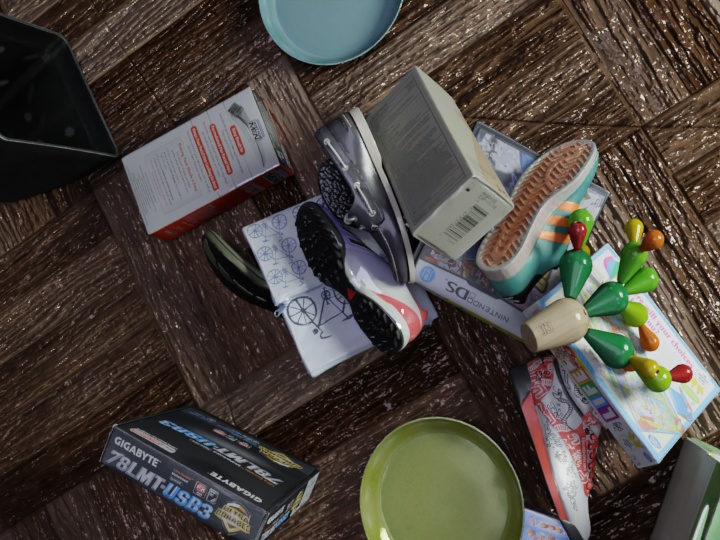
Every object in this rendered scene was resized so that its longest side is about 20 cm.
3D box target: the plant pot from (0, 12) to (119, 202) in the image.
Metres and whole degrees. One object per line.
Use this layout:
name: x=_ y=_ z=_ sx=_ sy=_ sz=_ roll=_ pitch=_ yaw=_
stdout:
plant pot: x=-0.477 y=-0.197 z=0.898 sx=0.175 sy=0.199 sz=0.203 roll=-31 pitch=81 yaw=21

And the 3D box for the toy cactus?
toy cactus: x=0.242 y=0.040 z=0.689 sx=0.162 sy=0.102 sz=0.204 roll=-21 pitch=88 yaw=-14

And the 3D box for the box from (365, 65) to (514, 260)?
box: x=0.082 y=-0.123 z=0.763 sx=0.095 sy=0.077 sz=0.203 roll=-41 pitch=44 yaw=26

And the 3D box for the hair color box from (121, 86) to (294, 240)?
hair color box: x=-0.198 y=-0.135 z=0.890 sx=0.196 sy=0.064 sz=0.113 roll=-25 pitch=81 yaw=11

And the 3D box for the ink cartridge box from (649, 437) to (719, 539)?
ink cartridge box: x=0.338 y=0.255 z=0.680 sx=0.047 sy=0.200 sz=0.149 roll=20 pitch=90 yaw=14

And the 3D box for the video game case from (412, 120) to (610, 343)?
video game case: x=0.169 y=-0.042 z=0.804 sx=0.178 sy=0.026 sz=0.204 roll=27 pitch=91 yaw=0

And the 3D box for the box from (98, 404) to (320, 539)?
box: x=-0.163 y=0.226 z=0.790 sx=0.196 sy=0.198 sz=0.051 roll=24 pitch=89 yaw=13

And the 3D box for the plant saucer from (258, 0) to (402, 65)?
plant saucer: x=-0.037 y=-0.363 z=0.887 sx=0.194 sy=0.027 sz=0.206 roll=-1 pitch=86 yaw=12

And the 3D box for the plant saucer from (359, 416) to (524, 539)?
plant saucer: x=0.096 y=0.276 z=0.812 sx=0.195 sy=0.031 sz=0.206 roll=-1 pitch=85 yaw=16

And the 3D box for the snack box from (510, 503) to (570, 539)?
snack box: x=0.193 y=0.381 z=0.793 sx=0.070 sy=0.024 sz=0.205 roll=15 pitch=90 yaw=13

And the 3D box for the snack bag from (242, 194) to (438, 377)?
snack bag: x=-0.023 y=0.005 z=0.827 sx=0.185 sy=0.021 sz=0.204 roll=-22 pitch=82 yaw=-16

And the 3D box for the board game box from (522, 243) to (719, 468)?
board game box: x=0.286 y=0.088 z=0.748 sx=0.133 sy=0.034 sz=0.202 roll=-31 pitch=80 yaw=-27

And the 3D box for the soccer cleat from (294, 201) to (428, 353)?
soccer cleat: x=0.000 y=0.000 z=0.798 sx=0.201 sy=0.073 sz=0.068 roll=52 pitch=136 yaw=7

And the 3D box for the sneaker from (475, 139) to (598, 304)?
sneaker: x=0.204 y=-0.054 z=0.764 sx=0.201 sy=0.080 sz=0.071 roll=-51 pitch=39 yaw=-13

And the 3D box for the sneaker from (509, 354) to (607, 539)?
sneaker: x=0.247 y=0.191 z=0.764 sx=0.106 sy=0.067 sz=0.206 roll=-20 pitch=73 yaw=11

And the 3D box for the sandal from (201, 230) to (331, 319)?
sandal: x=-0.113 y=0.011 z=0.864 sx=0.198 sy=0.080 sz=0.058 roll=31 pitch=60 yaw=-2

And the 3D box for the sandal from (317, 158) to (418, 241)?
sandal: x=0.035 y=-0.075 z=0.828 sx=0.196 sy=0.045 sz=0.077 roll=21 pitch=87 yaw=-16

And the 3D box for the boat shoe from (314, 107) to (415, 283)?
boat shoe: x=0.006 y=-0.075 z=0.765 sx=0.061 sy=0.073 sz=0.204 roll=-21 pitch=94 yaw=-3
